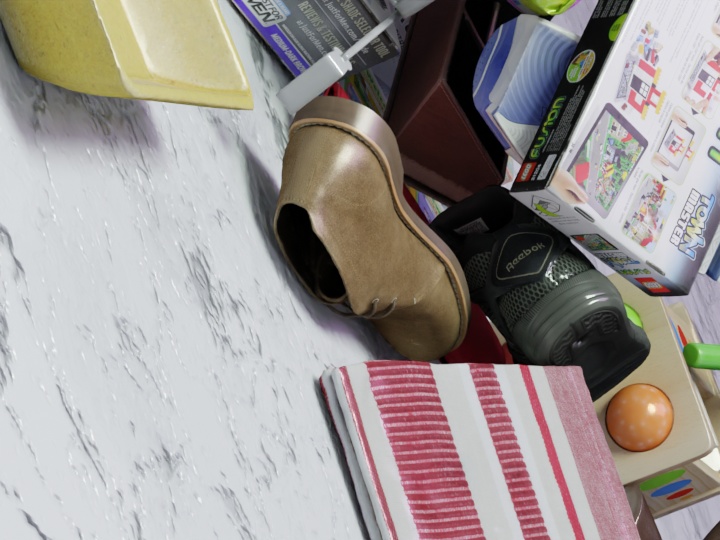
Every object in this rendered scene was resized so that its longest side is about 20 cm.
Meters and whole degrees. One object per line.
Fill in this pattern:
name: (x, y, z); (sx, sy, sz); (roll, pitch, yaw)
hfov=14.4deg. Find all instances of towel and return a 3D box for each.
towel: (0.066, 0.114, 1.412); (0.200, 0.023, 0.144); (4, 61, -49)

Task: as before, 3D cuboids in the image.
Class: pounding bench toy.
pounding bench toy: (0.184, 0.071, 1.755); (0.156, 0.200, 0.124); (37, 33, -69)

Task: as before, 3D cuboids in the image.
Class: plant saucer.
plant saucer: (-0.122, -0.151, 1.172); (0.200, 0.048, 0.200); (67, 12, 3)

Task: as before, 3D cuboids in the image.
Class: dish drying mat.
dish drying mat: (0.027, -0.007, 1.555); (0.200, 0.018, 0.077); (55, 25, -32)

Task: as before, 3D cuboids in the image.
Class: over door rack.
over door rack: (-0.023, -0.176, 1.426); (0.148, 0.067, 0.200); (51, 29, -3)

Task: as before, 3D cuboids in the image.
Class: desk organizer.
desk organizer: (0.071, -0.131, 1.637); (0.072, 0.077, 0.200); (28, 43, -12)

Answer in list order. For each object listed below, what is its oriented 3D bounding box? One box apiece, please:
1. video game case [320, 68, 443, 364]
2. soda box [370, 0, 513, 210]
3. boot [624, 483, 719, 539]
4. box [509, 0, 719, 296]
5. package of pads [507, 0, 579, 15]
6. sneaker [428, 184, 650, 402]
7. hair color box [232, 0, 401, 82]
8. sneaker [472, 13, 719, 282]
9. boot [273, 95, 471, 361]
video game case: (0.022, -0.028, 1.655); (0.200, 0.022, 0.182); (62, 13, -22)
soda box: (0.025, -0.137, 1.753); (0.200, 0.068, 0.064); (63, 14, -19)
boot: (0.188, 0.170, 1.738); (0.187, 0.064, 0.200); (-59, 140, -21)
box: (0.165, -0.099, 1.515); (0.110, 0.035, 0.200); (36, 70, -27)
package of pads: (0.053, -0.223, 1.521); (0.200, 0.068, 0.155); (47, 2, -5)
sneaker: (0.099, 0.015, 1.573); (0.114, 0.076, 0.199); (55, 0, 21)
hair color box: (-0.044, -0.212, 1.595); (0.109, 0.065, 0.200); (48, 21, -52)
sneaker: (0.125, -0.060, 1.583); (0.199, 0.081, 0.115); (34, -11, -28)
boot: (0.000, 0.000, 1.451); (0.200, 0.074, 0.076); (60, 43, -51)
